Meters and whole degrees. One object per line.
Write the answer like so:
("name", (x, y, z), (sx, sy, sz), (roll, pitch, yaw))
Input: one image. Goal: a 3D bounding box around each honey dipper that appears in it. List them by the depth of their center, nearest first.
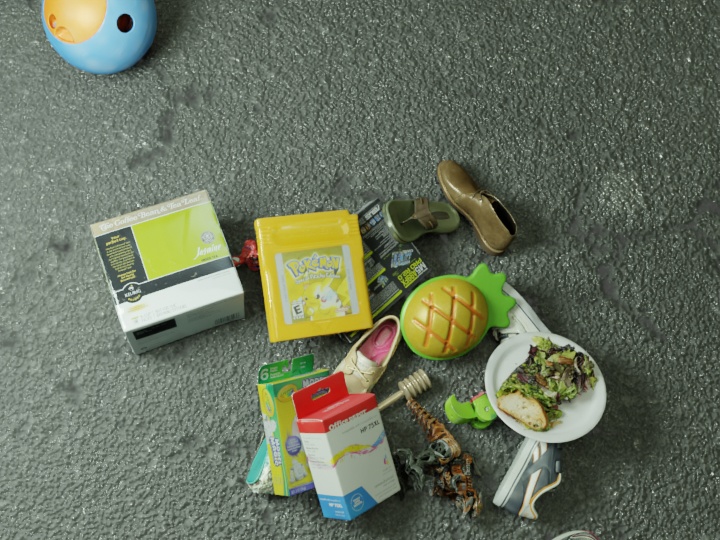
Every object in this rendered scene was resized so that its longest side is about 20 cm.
("honey dipper", (0.027, 0.229, 1.549), (0.199, 0.038, 0.038), (-31, 74, -14))

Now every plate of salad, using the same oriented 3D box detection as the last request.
("plate of salad", (0.300, 0.180, 1.514), (0.198, 0.048, 0.201), (2, 55, -2))

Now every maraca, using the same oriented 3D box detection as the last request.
("maraca", (0.162, 0.070, 1.568), (0.199, 0.107, 0.138), (-24, 99, -5))

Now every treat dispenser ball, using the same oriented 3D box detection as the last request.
("treat dispenser ball", (-0.464, -0.454, 1.678), (0.199, 0.201, 0.203), (2, 68, -5))

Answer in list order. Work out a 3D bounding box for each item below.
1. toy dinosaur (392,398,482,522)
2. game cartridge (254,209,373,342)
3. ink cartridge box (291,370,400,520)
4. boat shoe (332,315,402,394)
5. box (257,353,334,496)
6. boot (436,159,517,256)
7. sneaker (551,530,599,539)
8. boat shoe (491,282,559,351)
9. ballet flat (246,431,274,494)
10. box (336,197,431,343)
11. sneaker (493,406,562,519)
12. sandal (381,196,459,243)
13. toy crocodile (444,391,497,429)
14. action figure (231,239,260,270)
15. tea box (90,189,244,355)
("toy dinosaur", (0.120, 0.309, 1.514), (0.135, 0.103, 0.200), (-17, 52, -27))
("game cartridge", (-0.075, 0.007, 1.537), (0.175, 0.032, 0.202), (-8, 88, -19))
("ink cartridge box", (-0.022, 0.266, 1.453), (0.116, 0.067, 0.202), (-21, 98, -41))
("boat shoe", (0.004, 0.154, 1.558), (0.073, 0.069, 0.201), (30, 69, 6))
("box", (-0.092, 0.237, 1.470), (0.117, 0.048, 0.202), (-10, 89, -40))
("boot", (0.212, -0.127, 1.678), (0.073, 0.076, 0.201), (-26, 74, -31))
("sneaker", (0.294, 0.474, 1.459), (0.199, 0.075, 0.081), (-29, 74, -16))
("boat shoe", (0.260, 0.096, 1.609), (0.070, 0.071, 0.200), (-37, 83, -20))
("ballet flat", (-0.125, 0.265, 1.514), (0.071, 0.072, 0.201), (19, 70, 2))
("box", (0.000, 0.000, 1.603), (0.200, 0.044, 0.161), (-41, 99, -18))
("sneaker", (0.293, 0.306, 1.524), (0.079, 0.079, 0.201), (28, 76, 9))
("sandal", (0.109, -0.099, 1.624), (0.200, 0.057, 0.080), (-13, 73, -47))
("toy crocodile", (0.236, 0.213, 1.559), (0.198, 0.068, 0.062), (-17, 70, -11))
("action figure", (-0.125, -0.029, 1.602), (0.198, 0.099, 0.066), (-14, 116, -9))
("tea box", (-0.314, 0.003, 1.551), (0.198, 0.134, 0.198), (-18, 72, -12))
